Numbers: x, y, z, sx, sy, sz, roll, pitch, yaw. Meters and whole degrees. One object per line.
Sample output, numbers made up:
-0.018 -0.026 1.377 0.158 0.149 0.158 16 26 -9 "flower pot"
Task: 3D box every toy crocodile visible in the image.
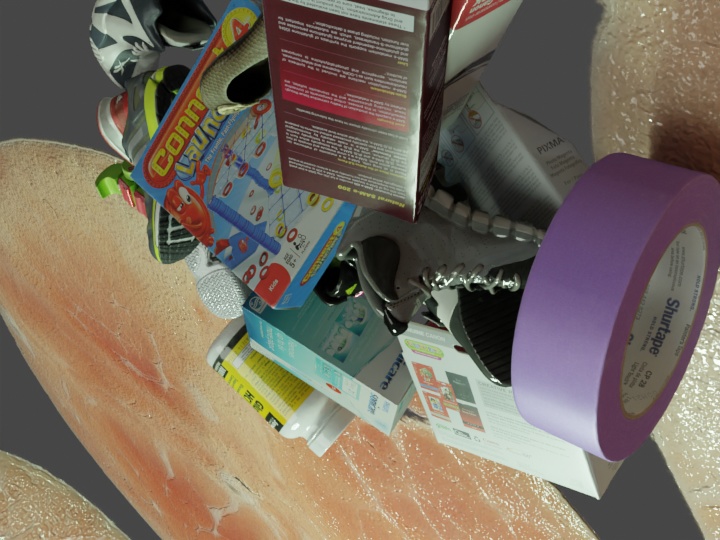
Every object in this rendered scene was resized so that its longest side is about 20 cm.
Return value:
-0.262 -0.091 1.189 0.198 0.062 0.068 28 146 27 "toy crocodile"

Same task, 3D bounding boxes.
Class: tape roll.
0.182 0.025 0.640 0.065 0.200 0.202 20 141 34 "tape roll"

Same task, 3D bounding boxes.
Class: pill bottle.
-0.097 0.143 1.209 0.200 0.112 0.113 43 149 6 "pill bottle"

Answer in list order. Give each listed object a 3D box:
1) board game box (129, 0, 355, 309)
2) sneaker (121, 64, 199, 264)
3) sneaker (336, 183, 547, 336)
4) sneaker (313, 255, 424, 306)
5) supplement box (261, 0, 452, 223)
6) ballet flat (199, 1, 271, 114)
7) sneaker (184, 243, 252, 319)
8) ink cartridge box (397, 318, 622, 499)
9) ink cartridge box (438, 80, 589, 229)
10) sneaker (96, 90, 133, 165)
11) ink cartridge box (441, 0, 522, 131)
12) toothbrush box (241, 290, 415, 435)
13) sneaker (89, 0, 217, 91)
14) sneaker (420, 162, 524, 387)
-0.080 -0.105 0.821 0.195 0.056 0.202 39 105 19 "board game box"
-0.201 -0.108 0.945 0.080 0.073 0.204 14 108 40 "sneaker"
0.071 0.010 0.699 0.197 0.117 0.075 25 158 14 "sneaker"
0.000 0.000 0.891 0.197 0.088 0.074 20 130 -10 "sneaker"
0.000 -0.127 0.606 0.107 0.062 0.201 17 146 11 "supplement box"
-0.071 -0.161 0.712 0.199 0.067 0.047 -30 88 56 "ballet flat"
-0.153 -0.058 1.039 0.074 0.115 0.203 -6 111 26 "sneaker"
0.146 0.104 0.892 0.198 0.084 0.178 12 136 43 "ink cartridge box"
0.113 -0.076 0.780 0.202 0.056 0.163 62 153 14 "ink cartridge box"
-0.189 -0.135 1.032 0.114 0.080 0.200 -16 148 24 "sneaker"
0.029 -0.199 0.666 0.145 0.083 0.201 49 152 13 "ink cartridge box"
-0.025 0.083 1.030 0.198 0.086 0.147 31 160 9 "toothbrush box"
-0.204 -0.235 0.931 0.129 0.079 0.201 43 140 21 "sneaker"
0.083 0.012 0.786 0.203 0.073 0.089 66 154 19 "sneaker"
